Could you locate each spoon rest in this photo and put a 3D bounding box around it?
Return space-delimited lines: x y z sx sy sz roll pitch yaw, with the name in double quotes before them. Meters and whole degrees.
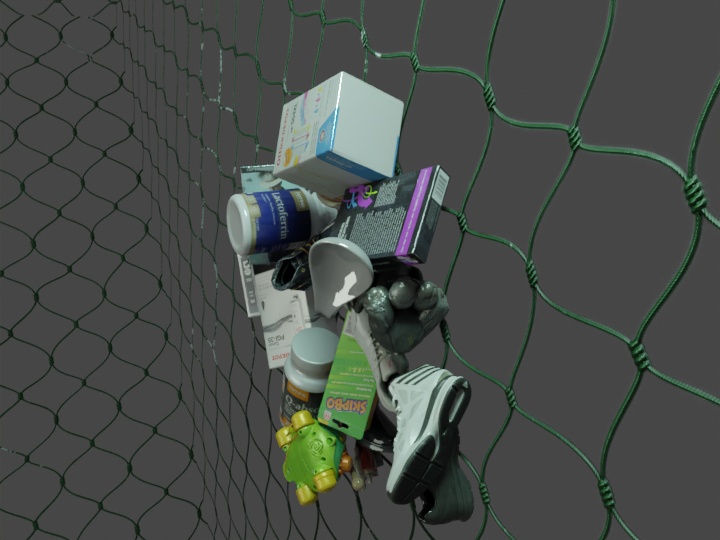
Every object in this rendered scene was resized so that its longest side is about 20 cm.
"spoon rest" -0.035 0.018 1.026 0.061 0.098 0.201 -62 -5 -28

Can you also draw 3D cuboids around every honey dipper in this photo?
"honey dipper" -0.027 0.349 1.333 0.200 0.037 0.039 -130 39 -63

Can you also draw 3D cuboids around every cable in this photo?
"cable" -0.005 0.312 1.351 0.097 0.050 0.203 121 134 -61

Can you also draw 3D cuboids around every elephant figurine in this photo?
"elephant figurine" 0.048 0.019 1.101 0.155 0.141 0.201 -42 37 10

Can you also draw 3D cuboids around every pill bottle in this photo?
"pill bottle" -0.092 0.214 1.339 0.117 0.115 0.202 55 146 43
"pill bottle" -0.150 -0.098 1.371 0.115 0.197 0.118 30 125 57

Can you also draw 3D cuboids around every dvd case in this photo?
"dvd case" -0.171 -0.118 1.476 0.022 0.143 0.204 -143 49 -79

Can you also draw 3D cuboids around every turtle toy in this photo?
"turtle toy" -0.083 0.342 1.290 0.200 0.100 0.147 -50 57 46

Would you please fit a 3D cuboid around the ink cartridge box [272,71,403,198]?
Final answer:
"ink cartridge box" -0.045 -0.205 1.129 0.199 0.124 0.131 -10 68 53

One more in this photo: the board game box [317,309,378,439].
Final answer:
"board game box" -0.006 0.179 1.220 0.094 0.030 0.203 18 91 26

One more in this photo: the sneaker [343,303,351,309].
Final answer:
"sneaker" 0.000 0.000 1.247 0.093 0.075 0.201 64 157 18

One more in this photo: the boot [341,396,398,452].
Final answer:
"boot" 0.026 0.203 1.258 0.164 0.065 0.204 12 98 49

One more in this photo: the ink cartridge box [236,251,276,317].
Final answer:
"ink cartridge box" -0.216 -0.001 1.589 0.198 0.043 0.204 -1 -101 -75

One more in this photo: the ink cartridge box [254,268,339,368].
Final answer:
"ink cartridge box" -0.130 0.092 1.461 0.145 0.082 0.204 -16 82 37

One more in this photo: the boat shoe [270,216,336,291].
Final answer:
"boat shoe" -0.083 -0.029 1.310 0.201 0.090 0.071 -49 67 30

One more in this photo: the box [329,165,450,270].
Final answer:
"box" 0.032 -0.070 1.042 0.198 0.036 0.145 -6 58 46

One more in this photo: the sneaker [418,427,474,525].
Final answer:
"sneaker" 0.106 0.284 1.071 0.076 0.089 0.203 132 126 -60

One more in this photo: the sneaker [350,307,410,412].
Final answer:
"sneaker" 0.043 0.135 1.136 0.099 0.077 0.203 168 78 -86

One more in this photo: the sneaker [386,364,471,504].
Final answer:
"sneaker" 0.075 0.233 1.044 0.115 0.075 0.203 21 79 48

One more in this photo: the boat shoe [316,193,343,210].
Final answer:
"boat shoe" -0.013 -0.139 1.229 0.199 0.075 0.073 32 120 49
